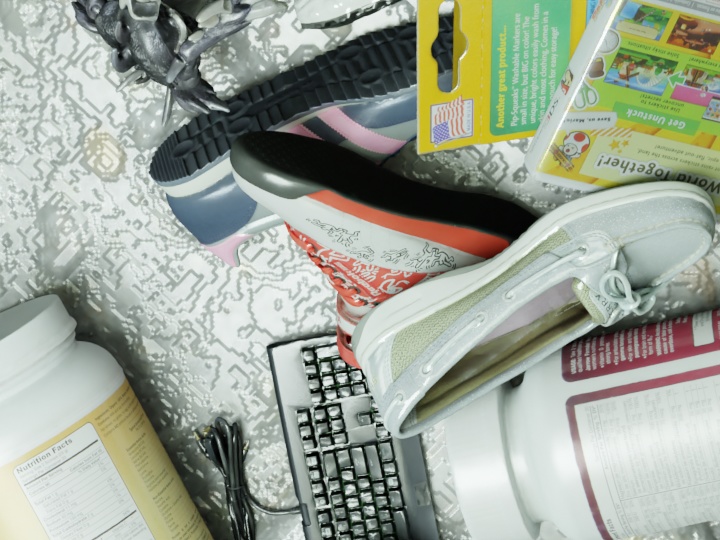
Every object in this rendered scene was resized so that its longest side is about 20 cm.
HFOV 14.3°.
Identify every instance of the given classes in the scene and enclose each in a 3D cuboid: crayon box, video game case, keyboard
[{"bbox_3d":[0.118,-0.138,1.458,0.199,0.052,0.126,-10,127,-12],"label":"crayon box"},{"bbox_3d":[0.206,-0.106,1.461,0.199,0.023,0.182,11,120,-24],"label":"video game case"},{"bbox_3d":[-0.023,0.135,1.621,0.127,0.021,0.201,-9,102,11],"label":"keyboard"}]

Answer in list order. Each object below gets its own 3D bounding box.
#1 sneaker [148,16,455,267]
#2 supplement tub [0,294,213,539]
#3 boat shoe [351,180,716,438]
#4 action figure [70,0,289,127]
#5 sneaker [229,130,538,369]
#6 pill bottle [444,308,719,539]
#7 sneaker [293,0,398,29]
[{"bbox_3d":[-0.009,-0.069,1.551,0.199,0.070,0.082,-22,123,12],"label":"sneaker"},{"bbox_3d":[-0.172,0.129,1.576,0.144,0.145,0.200,-26,99,14],"label":"supplement tub"},{"bbox_3d":[0.095,0.020,1.477,0.201,0.074,0.065,-24,56,3],"label":"boat shoe"},{"bbox_3d":[-0.095,-0.159,1.504,0.102,0.200,0.119,-38,68,-20],"label":"action figure"},{"bbox_3d":[0.001,0.001,1.520,0.201,0.067,0.108,15,116,-33],"label":"sneaker"},{"bbox_3d":[0.152,0.085,1.535,0.199,0.110,0.110,-13,102,12],"label":"pill bottle"},{"bbox_3d":[0.046,-0.195,1.499,0.200,0.074,0.080,-23,92,12],"label":"sneaker"}]
